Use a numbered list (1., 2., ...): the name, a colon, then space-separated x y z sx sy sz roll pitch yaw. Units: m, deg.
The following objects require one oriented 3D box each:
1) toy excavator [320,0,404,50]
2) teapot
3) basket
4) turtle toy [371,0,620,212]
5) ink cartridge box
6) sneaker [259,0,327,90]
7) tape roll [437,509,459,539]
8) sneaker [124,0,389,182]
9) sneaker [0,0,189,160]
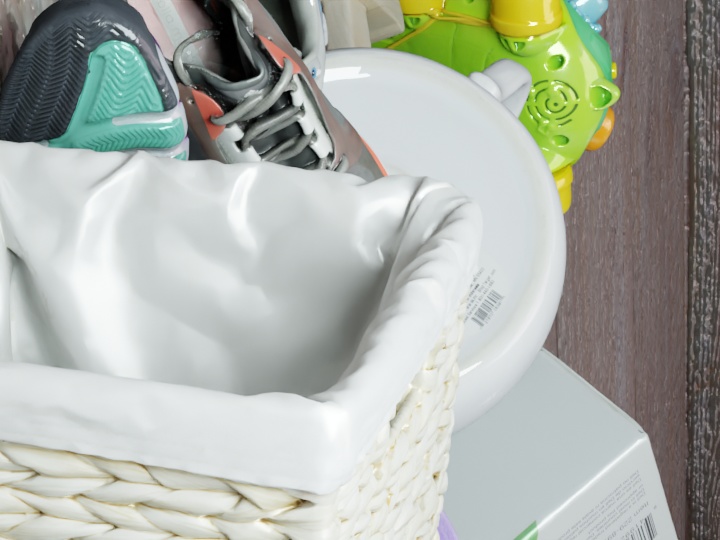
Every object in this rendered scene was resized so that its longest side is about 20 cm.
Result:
1. toy excavator: 0.021 -0.043 1.361 0.200 0.099 0.195 59 28 -31
2. teapot: 0.000 0.000 1.182 0.146 0.199 0.199 104 -22 -70
3. basket: -0.074 0.065 0.811 0.198 0.199 0.162 -55 148 -66
4. turtle toy: 0.069 -0.121 1.445 0.101 0.199 0.147 -30 126 -40
5. ink cartridge box: 0.078 0.156 1.229 0.145 0.087 0.200 -40 140 -14
6. sneaker: -0.050 -0.051 1.074 0.087 0.074 0.201 112 -18 -70
7. tape roll: -0.050 0.149 0.932 0.066 0.199 0.201 70 27 -62
8. sneaker: -0.046 -0.058 0.997 0.200 0.077 0.082 51 -5 -13
9. sneaker: -0.104 -0.037 0.984 0.088 0.074 0.201 -100 -172 -47
